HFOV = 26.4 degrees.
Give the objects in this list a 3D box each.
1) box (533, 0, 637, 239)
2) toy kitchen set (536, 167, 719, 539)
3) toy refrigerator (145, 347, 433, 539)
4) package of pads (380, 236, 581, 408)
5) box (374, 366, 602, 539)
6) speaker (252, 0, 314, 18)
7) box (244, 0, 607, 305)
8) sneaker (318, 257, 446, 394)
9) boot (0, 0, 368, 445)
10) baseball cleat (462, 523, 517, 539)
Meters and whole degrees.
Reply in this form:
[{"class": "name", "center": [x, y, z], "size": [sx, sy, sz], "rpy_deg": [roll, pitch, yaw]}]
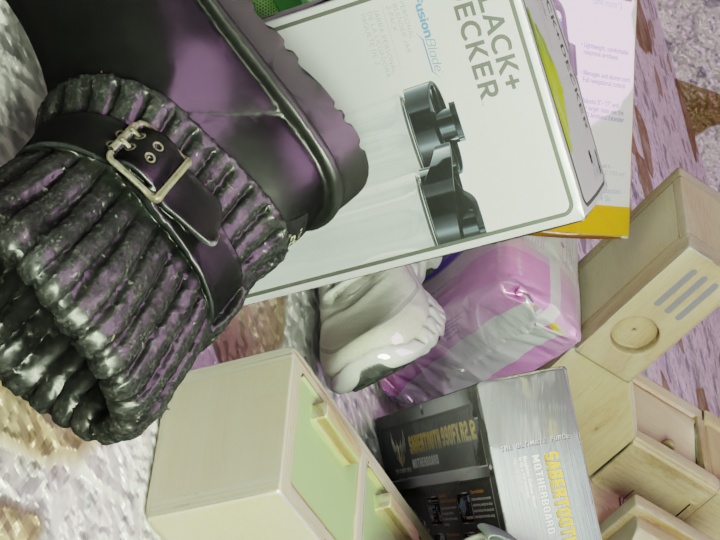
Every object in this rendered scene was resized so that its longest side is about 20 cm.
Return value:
[{"class": "box", "center": [0.103, -0.120, 0.868], "size": [0.119, 0.041, 0.201], "rpy_deg": [3, 87, -39]}, {"class": "toy kitchen set", "center": [0.208, 0.092, 0.915], "size": [0.200, 0.180, 0.163], "rpy_deg": [31, 35, -18]}, {"class": "toy refrigerator", "center": [-0.015, 0.128, 0.701], "size": [0.076, 0.070, 0.200], "rpy_deg": [-86, 153, -42]}, {"class": "package of pads", "center": [0.076, -0.011, 0.960], "size": [0.076, 0.120, 0.200], "rpy_deg": [38, 35, -26]}, {"class": "box", "center": [0.068, 0.141, 0.803], "size": [0.200, 0.048, 0.159], "rpy_deg": [142, -62, -72]}, {"class": "speaker", "center": [-0.049, -0.133, 0.723], "size": [0.200, 0.088, 0.088], "rpy_deg": [61, 21, -6]}, {"class": "box", "center": [-0.008, -0.058, 0.653], "size": [0.060, 0.200, 0.117], "rpy_deg": [-41, 116, -67]}, {"class": "sneaker", "center": [0.000, 0.000, 0.843], "size": [0.081, 0.075, 0.200], "rpy_deg": [58, 14, -19]}, {"class": "boot", "center": [-0.109, -0.057, 0.559], "size": [0.211, 0.079, 0.158], "rpy_deg": [45, 56, 1]}, {"class": "baseball cleat", "center": [0.015, 0.200, 0.662], "size": [0.106, 0.070, 0.200], "rpy_deg": [34, 84, -27]}]
